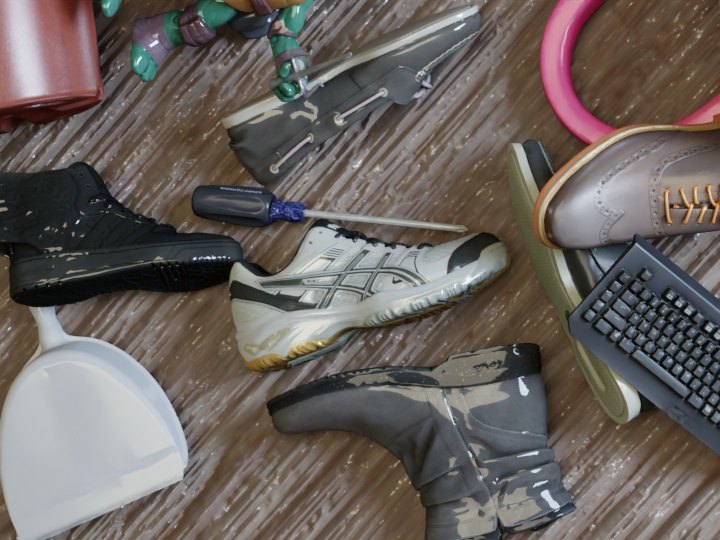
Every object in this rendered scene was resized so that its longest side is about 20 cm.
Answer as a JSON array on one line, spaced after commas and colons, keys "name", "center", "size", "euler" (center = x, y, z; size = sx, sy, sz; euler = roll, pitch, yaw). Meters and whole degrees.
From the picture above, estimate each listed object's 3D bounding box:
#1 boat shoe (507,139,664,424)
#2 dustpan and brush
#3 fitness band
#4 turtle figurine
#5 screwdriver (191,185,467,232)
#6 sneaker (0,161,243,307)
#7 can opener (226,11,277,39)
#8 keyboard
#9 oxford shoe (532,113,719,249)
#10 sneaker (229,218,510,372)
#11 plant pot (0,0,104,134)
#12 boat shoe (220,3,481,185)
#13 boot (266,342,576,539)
[{"name": "boat shoe", "center": [0.155, 0.000, 1.324], "size": [0.067, 0.072, 0.201], "euler": [-24, 76, -10]}, {"name": "dustpan and brush", "center": [-0.211, 0.076, 1.418], "size": [0.139, 0.057, 0.201], "euler": [-24, 86, 10]}, {"name": "fitness band", "center": [0.213, -0.161, 1.335], "size": [0.200, 0.037, 0.144], "euler": [-41, 76, 6]}, {"name": "turtle figurine", "center": [-0.068, -0.188, 1.329], "size": [0.199, 0.101, 0.151], "euler": [-9, 119, 16]}, {"name": "screwdriver", "center": [-0.024, -0.039, 1.385], "size": [0.199, 0.029, 0.028], "euler": [6, 86, 19]}, {"name": "sneaker", "center": [-0.185, -0.035, 1.408], "size": [0.198, 0.060, 0.105], "euler": [-8, 67, 1]}, {"name": "can opener", "center": [-0.085, -0.266, 1.412], "size": [0.066, 0.053, 0.202], "euler": [-10, 82, 12]}, {"name": "keyboard", "center": [0.240, 0.047, 1.266], "size": [0.200, 0.021, 0.127], "euler": [37, 98, -16]}, {"name": "oxford shoe", "center": [0.206, -0.055, 1.265], "size": [0.199, 0.073, 0.072], "euler": [-20, 117, -13]}, {"name": "sneaker", "center": [0.000, 0.000, 1.353], "size": [0.199, 0.076, 0.088], "euler": [-19, 80, 11]}, {"name": "plant pot", "center": [-0.271, -0.197, 1.391], "size": [0.199, 0.201, 0.197], "euler": [-13, 89, 13]}, {"name": "boat shoe", "center": [0.000, -0.121, 1.376], "size": [0.199, 0.067, 0.057], "euler": [-24, 102, 16]}, {"name": "boot", "center": [0.037, 0.127, 1.338], "size": [0.199, 0.070, 0.133], "euler": [-10, 87, 17]}]
